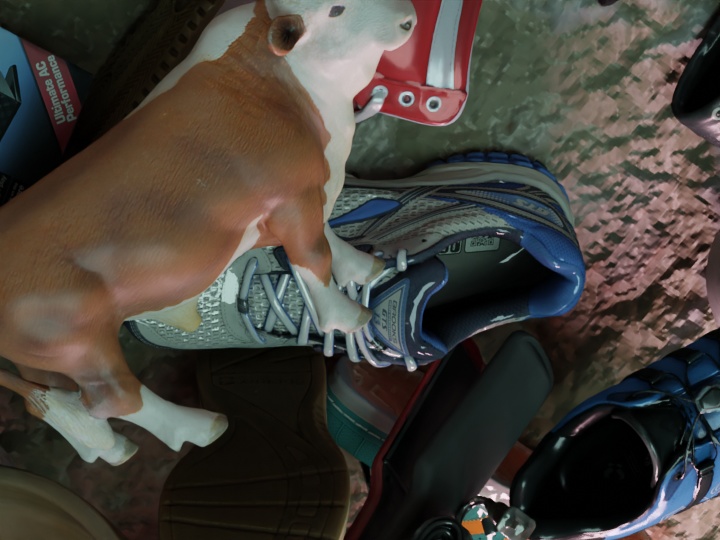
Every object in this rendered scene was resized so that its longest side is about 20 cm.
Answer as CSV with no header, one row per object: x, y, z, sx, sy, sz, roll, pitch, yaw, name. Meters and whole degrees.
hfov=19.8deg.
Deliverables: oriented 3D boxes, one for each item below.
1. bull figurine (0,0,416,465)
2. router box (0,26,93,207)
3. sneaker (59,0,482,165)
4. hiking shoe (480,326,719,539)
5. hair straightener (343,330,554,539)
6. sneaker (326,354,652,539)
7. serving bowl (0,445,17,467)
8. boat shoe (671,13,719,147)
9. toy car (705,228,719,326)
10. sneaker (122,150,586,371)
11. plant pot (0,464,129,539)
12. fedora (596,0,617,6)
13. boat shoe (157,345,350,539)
-0.054,-0.019,0.728,0.199,0.065,0.122,-35,109,-5,bull figurine
-0.201,-0.013,0.728,0.149,0.062,0.202,25,81,-28,router box
-0.033,-0.066,0.796,0.112,0.071,0.200,35,102,-27,sneaker
0.145,0.059,0.824,0.200,0.075,0.087,-38,170,29,hiking shoe
0.026,0.095,0.797,0.200,0.076,0.041,-50,122,-39,hair straightener
0.047,0.113,0.925,0.199,0.072,0.080,35,107,-27,sneaker
-0.228,0.117,0.841,0.198,0.066,0.202,-8,122,-13,serving bowl
0.189,-0.134,0.835,0.066,0.070,0.201,15,121,-26,boat shoe
0.261,0.027,0.910,0.199,0.176,0.150,-34,158,3,toy car
0.000,0.000,0.836,0.198,0.085,0.078,-11,122,-11,sneaker
-0.145,0.182,0.765,0.200,0.202,0.093,-34,144,3,plant pot
0.057,-0.193,0.722,0.091,0.201,0.202,2,124,16,fedora
-0.041,0.098,0.810,0.071,0.200,0.073,0,117,-3,boat shoe
